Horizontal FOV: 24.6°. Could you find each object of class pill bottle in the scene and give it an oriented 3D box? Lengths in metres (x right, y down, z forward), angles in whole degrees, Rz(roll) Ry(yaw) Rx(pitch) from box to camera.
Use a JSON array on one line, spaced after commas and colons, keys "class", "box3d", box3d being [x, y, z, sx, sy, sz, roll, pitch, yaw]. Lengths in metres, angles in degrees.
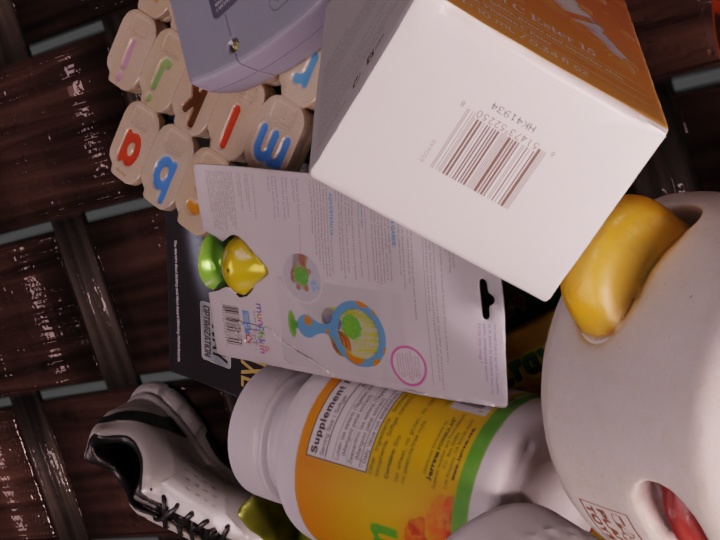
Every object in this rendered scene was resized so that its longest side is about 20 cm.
[{"class": "pill bottle", "box3d": [0.023, 0.109, 0.924, 0.199, 0.111, 0.112, 11, 115, 39]}]

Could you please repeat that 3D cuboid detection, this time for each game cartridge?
[{"class": "game cartridge", "box3d": [-0.034, -0.192, 0.917, 0.199, 0.041, 0.134, -36, 62, 35]}]

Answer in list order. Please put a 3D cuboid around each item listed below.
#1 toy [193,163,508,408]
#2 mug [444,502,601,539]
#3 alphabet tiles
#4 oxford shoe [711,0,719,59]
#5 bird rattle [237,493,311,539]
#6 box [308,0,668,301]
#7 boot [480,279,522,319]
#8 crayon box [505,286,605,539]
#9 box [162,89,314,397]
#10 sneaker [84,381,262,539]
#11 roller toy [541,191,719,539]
[{"class": "toy", "box3d": [0.000, 0.000, 0.900, 0.198, 0.047, 0.116, 6, 111, 32]}, {"class": "mug", "box3d": [0.123, 0.230, 0.788, 0.175, 0.148, 0.201, 28, 158, 44]}, {"class": "alphabet tiles", "box3d": [-0.083, -0.128, 0.988, 0.200, 0.015, 0.197, 34, 104, 43]}, {"class": "oxford shoe", "box3d": [0.202, -0.187, 0.751, 0.071, 0.072, 0.202, -114, 19, -65]}, {"class": "bird rattle", "box3d": [0.012, 0.193, 1.050, 0.162, 0.113, 0.202, -20, 98, 27]}, {"class": "box", "box3d": [0.055, -0.096, 0.767, 0.124, 0.201, 0.098, 27, 116, -13]}, {"class": "boot", "box3d": [0.028, -0.050, 0.925, 0.131, 0.067, 0.201, -46, 68, 31]}, {"class": "crayon box", "box3d": [0.139, 0.082, 0.923, 0.127, 0.051, 0.201, -31, 86, 44]}, {"class": "box", "box3d": [-0.053, -0.011, 1.048, 0.157, 0.050, 0.202, 18, 118, 35]}, {"class": "sneaker", "box3d": [-0.114, 0.167, 1.156, 0.200, 0.080, 0.074, 40, 127, 19]}, {"class": "roller toy", "box3d": [0.180, 0.056, 0.775, 0.139, 0.198, 0.185, 8, 99, 55]}]
